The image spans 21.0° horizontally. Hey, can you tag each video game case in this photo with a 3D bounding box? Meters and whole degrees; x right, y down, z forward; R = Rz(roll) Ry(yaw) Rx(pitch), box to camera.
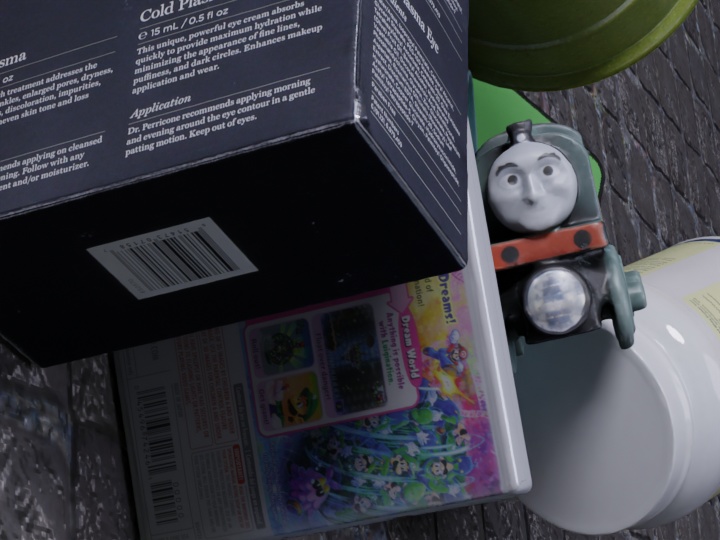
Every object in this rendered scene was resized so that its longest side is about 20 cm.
[{"bbox_3d":[-0.028,0.012,0.840,0.024,0.181,0.202,9,69,-65],"label":"video game case"}]

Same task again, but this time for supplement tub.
[{"bbox_3d":[0.175,0.066,1.137,0.199,0.144,0.146,-18,95,-51],"label":"supplement tub"}]

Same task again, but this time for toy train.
[{"bbox_3d":[0.089,-0.015,0.953,0.200,0.085,0.115,-18,95,-82],"label":"toy train"}]

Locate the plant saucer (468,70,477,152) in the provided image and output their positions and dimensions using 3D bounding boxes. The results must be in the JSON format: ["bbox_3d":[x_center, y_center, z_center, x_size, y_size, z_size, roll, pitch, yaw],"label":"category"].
[{"bbox_3d":[0.045,-0.006,1.042,0.200,0.036,0.202,-1,90,-85],"label":"plant saucer"}]

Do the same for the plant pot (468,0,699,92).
[{"bbox_3d":[0.069,-0.202,0.969,0.190,0.199,0.202,9,69,-69],"label":"plant pot"}]

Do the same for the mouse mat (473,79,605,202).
[{"bbox_3d":[0.090,-0.039,1.224,0.161,0.008,0.201,37,45,-25],"label":"mouse mat"}]

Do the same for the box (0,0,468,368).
[{"bbox_3d":[-0.063,-0.080,0.780,0.104,0.199,0.183,49,36,-49],"label":"box"}]

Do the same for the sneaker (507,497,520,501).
[{"bbox_3d":[0.067,0.062,1.204,0.201,0.081,0.075,54,39,-7],"label":"sneaker"}]
